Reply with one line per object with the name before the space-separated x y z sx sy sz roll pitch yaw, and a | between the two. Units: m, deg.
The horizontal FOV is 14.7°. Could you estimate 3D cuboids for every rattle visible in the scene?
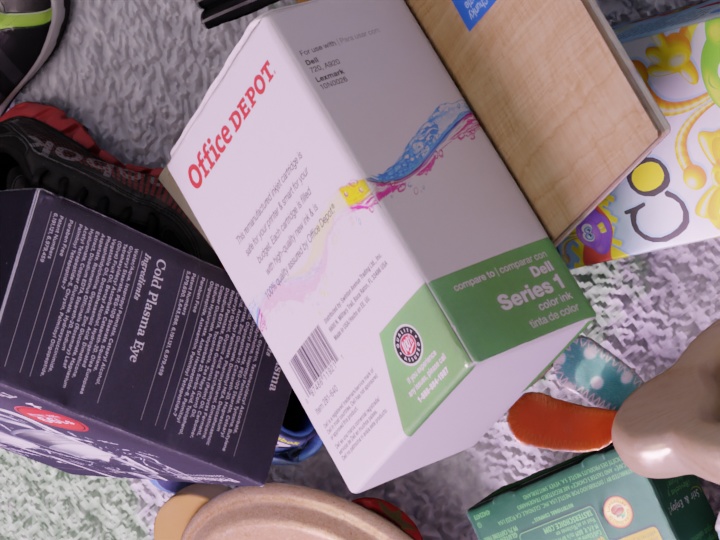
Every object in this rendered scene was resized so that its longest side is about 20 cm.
rattle | 0.193 0.090 1.375 0.199 0.131 0.143 -21 137 26

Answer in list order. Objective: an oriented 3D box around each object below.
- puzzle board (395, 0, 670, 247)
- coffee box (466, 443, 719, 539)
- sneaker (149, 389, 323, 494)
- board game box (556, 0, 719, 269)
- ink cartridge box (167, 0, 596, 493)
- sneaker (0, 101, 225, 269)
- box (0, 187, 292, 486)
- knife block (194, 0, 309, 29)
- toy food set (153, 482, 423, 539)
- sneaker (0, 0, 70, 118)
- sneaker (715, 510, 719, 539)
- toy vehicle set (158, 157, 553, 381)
puzzle board | 0.065 -0.084 1.320 0.151 0.017 0.200 61 148 13
coffee box | 0.148 0.189 1.441 0.123 0.044 0.201 -28 88 39
sneaker | -0.064 0.075 1.549 0.200 0.074 0.083 -48 39 39
board game box | 0.185 -0.077 1.310 0.199 0.105 0.103 -12 99 39
ink cartridge box | 0.005 -0.017 1.352 0.200 0.084 0.145 60 145 15
sneaker | -0.149 -0.030 1.575 0.200 0.098 0.071 26 118 25
box | -0.161 0.038 1.482 0.200 0.182 0.105 -2 69 53
knife block | 0.000 -0.172 1.435 0.175 0.064 0.201 32 123 22
toy food set | -0.017 0.196 1.566 0.199 0.049 0.198 -17 113 38
sneaker | -0.235 -0.118 1.613 0.072 0.083 0.200 41 126 16
sneaker | 0.245 0.190 1.366 0.200 0.074 0.082 36 81 21
toy vehicle set | 0.000 0.000 1.459 0.200 0.124 0.027 51 136 9
